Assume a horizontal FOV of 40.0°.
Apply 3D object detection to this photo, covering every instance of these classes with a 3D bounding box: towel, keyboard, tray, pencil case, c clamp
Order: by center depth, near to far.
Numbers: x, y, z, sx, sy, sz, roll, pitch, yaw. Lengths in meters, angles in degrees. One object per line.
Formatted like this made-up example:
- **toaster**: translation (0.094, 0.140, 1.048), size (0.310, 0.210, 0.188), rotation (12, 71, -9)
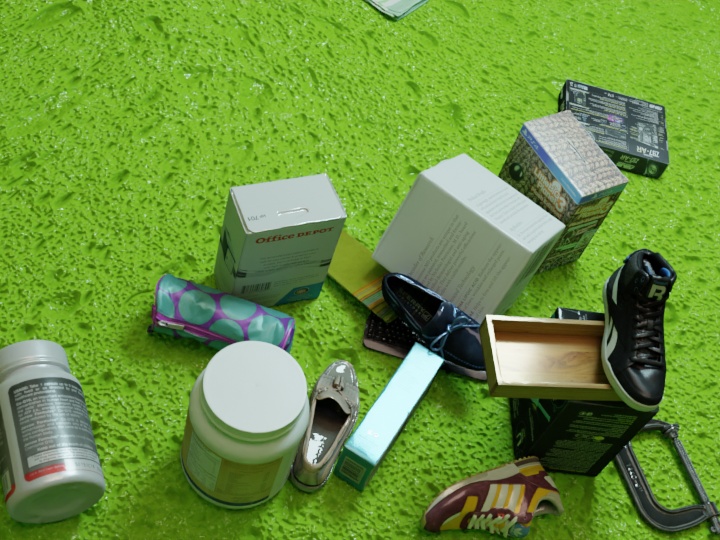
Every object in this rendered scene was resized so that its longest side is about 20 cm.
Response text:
- **tray**: translation (0.253, 0.111, 1.237), size (0.199, 0.037, 0.099), rotation (4, 54, -13)
- **pencil case**: translation (-0.190, 0.075, 1.364), size (0.200, 0.085, 0.092), rotation (18, 35, -1)
- **c clamp**: translation (0.454, 0.294, 1.422), size (0.170, 0.027, 0.200), rotation (-15, 60, -19)
- **keyboard**: translation (0.108, 0.090, 1.466), size (0.200, 0.040, 0.104), rotation (16, 52, -5)
- **towel**: translation (0.000, 0.000, 1.496), size (0.086, 0.018, 0.200), rotation (-33, 58, -33)
- **towel**: translation (0.038, -0.580, 1.962), size (0.200, 0.023, 0.153), rotation (38, 53, 14)

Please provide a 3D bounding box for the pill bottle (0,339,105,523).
- **pill bottle**: translation (-0.386, 0.192, 1.203), size (0.114, 0.114, 0.200), rotation (-10, 57, -22)

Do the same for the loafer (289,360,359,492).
- **loafer**: translation (-0.040, 0.198, 1.327), size (0.072, 0.063, 0.200), rotation (19, 51, 0)

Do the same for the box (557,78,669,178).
- **box**: translation (0.466, -0.263, 1.829), size (0.200, 0.044, 0.160), rotation (14, 52, -5)

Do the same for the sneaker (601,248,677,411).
- **sneaker**: translation (0.344, 0.061, 1.205), size (0.073, 0.112, 0.200), rotation (7, 53, -9)

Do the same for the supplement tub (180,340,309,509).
- **supplement tub**: translation (-0.142, 0.191, 1.216), size (0.144, 0.200, 0.145), rotation (8, 52, -10)

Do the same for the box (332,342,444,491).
- **box**: translation (0.040, 0.196, 1.339), size (0.049, 0.082, 0.200), rotation (31, 52, 9)

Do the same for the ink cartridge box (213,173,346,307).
- **ink cartridge box**: translation (-0.117, -0.035, 1.393), size (0.146, 0.200, 0.086), rotation (-10, 57, -23)

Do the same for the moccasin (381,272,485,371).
- **moccasin**: translation (0.104, 0.076, 1.390), size (0.200, 0.068, 0.081), rotation (32, 86, 15)

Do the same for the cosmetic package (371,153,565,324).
- **cosmetic package**: translation (0.161, -0.043, 1.471), size (0.200, 0.165, 0.165), rotation (38, 29, 14)

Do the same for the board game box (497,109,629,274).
- **board game box**: translation (0.306, -0.122, 1.578), size (0.097, 0.200, 0.160), rotation (-18, 60, -27)

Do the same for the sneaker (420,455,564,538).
- **sneaker**: translation (0.176, 0.313, 1.295), size (0.200, 0.075, 0.090), rotation (-17, 57, -24)

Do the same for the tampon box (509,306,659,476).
- **tampon box**: translation (0.297, 0.169, 1.356), size (0.126, 0.200, 0.150), rotation (8, 54, -10)
